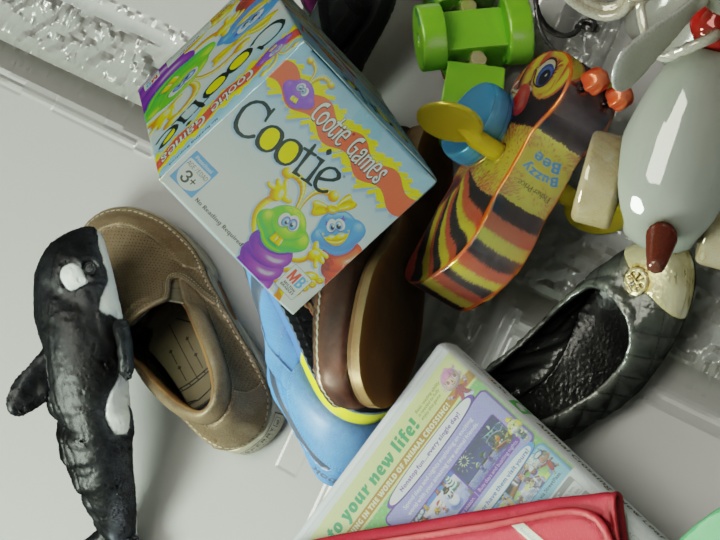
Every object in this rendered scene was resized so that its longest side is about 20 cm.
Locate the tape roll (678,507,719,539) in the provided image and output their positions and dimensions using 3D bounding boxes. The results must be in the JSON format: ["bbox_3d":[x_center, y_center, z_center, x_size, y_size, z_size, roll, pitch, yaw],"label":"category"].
[{"bbox_3d":[0.226,0.201,1.318,0.200,0.048,0.201,-3,81,23],"label":"tape roll"}]

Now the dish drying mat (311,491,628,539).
[{"bbox_3d":[0.047,0.165,1.423,0.199,0.018,0.077,-12,79,27],"label":"dish drying mat"}]

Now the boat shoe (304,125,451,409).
[{"bbox_3d":[0.000,0.000,1.523,0.070,0.071,0.200,-6,42,21],"label":"boat shoe"}]

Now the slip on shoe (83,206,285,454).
[{"bbox_3d":[-0.118,0.029,1.634,0.076,0.061,0.200,-46,55,15],"label":"slip on shoe"}]

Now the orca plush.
[{"bbox_3d":[-0.177,0.078,1.620,0.105,0.071,0.201,-140,46,-63],"label":"orca plush"}]

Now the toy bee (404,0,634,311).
[{"bbox_3d":[0.091,-0.076,1.469,0.109,0.131,0.201,1,85,62],"label":"toy bee"}]

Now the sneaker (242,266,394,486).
[{"bbox_3d":[-0.036,0.034,1.573,0.079,0.066,0.200,115,146,-41],"label":"sneaker"}]

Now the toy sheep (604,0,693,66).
[{"bbox_3d":[0.183,-0.171,1.440,0.138,0.138,0.200,-35,80,22],"label":"toy sheep"}]

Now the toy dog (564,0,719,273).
[{"bbox_3d":[0.163,-0.078,1.369,0.131,0.201,0.096,-4,28,10],"label":"toy dog"}]

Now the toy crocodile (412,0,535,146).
[{"bbox_3d":[0.055,-0.164,1.574,0.067,0.062,0.201,-6,65,-8],"label":"toy crocodile"}]

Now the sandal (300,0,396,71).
[{"bbox_3d":[-0.016,-0.159,1.573,0.075,0.048,0.201,61,139,44],"label":"sandal"}]

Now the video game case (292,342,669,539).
[{"bbox_3d":[0.049,0.171,1.445,0.182,0.022,0.200,42,104,26],"label":"video game case"}]

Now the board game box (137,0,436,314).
[{"bbox_3d":[-0.044,-0.072,1.463,0.103,0.105,0.200,-43,17,5],"label":"board game box"}]

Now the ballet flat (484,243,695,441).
[{"bbox_3d":[0.102,0.056,1.469,0.200,0.057,0.067,-44,56,20],"label":"ballet flat"}]
